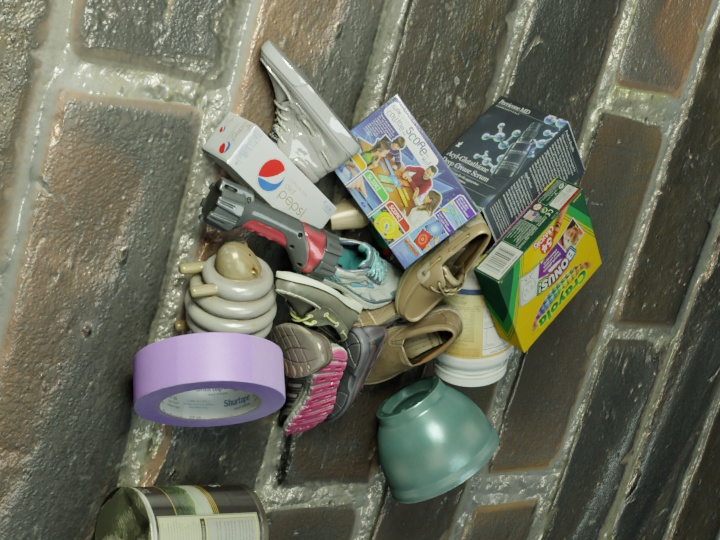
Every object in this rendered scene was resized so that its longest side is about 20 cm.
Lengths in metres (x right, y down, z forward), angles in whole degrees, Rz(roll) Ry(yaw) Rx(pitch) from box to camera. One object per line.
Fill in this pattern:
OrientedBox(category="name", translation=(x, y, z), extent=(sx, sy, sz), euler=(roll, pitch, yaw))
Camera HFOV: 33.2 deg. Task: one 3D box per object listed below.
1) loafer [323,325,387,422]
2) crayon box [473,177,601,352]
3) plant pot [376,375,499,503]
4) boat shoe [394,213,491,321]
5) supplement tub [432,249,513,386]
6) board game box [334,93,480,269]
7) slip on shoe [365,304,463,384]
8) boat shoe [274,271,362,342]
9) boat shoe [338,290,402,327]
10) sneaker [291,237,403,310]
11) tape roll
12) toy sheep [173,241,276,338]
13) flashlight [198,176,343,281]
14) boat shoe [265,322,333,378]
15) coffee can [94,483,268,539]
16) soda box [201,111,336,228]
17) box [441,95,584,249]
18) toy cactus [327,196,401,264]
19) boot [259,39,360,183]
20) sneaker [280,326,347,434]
OrientedBox(category="loafer", translation=(-0.011, 0.154, 1.797), extent=(0.062, 0.072, 0.201), euler=(-15, 146, -34))
OrientedBox(category="crayon box", translation=(0.270, -0.007, 1.810), extent=(0.200, 0.058, 0.173), euler=(-46, 138, -17))
OrientedBox(category="plant pot", translation=(0.106, 0.255, 1.926), extent=(0.199, 0.200, 0.135), euler=(-35, 103, -24))
OrientedBox(category="boat shoe", translation=(0.117, 0.002, 1.744), extent=(0.070, 0.065, 0.201), euler=(13, 121, -35))
OrientedBox(category="supplement tub", translation=(0.175, 0.066, 1.908), extent=(0.143, 0.144, 0.203), euler=(-20, 123, -33))
OrientedBox(category="board game box", translation=(0.057, -0.124, 1.680), extent=(0.135, 0.034, 0.201), euler=(-35, 97, 5))
OrientedBox(category="slip on shoe", translation=(0.067, 0.122, 1.833), extent=(0.198, 0.061, 0.077), euler=(-25, 110, 17))
OrientedBox(category="boat shoe", translation=(-0.060, 0.050, 1.642), extent=(0.201, 0.071, 0.061), euler=(30, 80, -60))
OrientedBox(category="boat shoe", translation=(0.014, 0.062, 1.818), extent=(0.198, 0.072, 0.065), euler=(-18, 156, -30))
OrientedBox(category="sneaker", translation=(0.000, 0.000, 1.731), extent=(0.198, 0.086, 0.079), euler=(14, 60, -39))
OrientedBox(category="tape roll", translation=(-0.198, 0.146, 1.581), extent=(0.199, 0.198, 0.067), euler=(20, 55, -45))
OrientedBox(category="toy sheep", translation=(-0.176, 0.049, 1.604), extent=(0.136, 0.138, 0.202), euler=(-17, 135, -35))
OrientedBox(category="flashlight", translation=(-0.117, -0.049, 1.572), extent=(0.198, 0.068, 0.069), euler=(23, 62, -32))
OrientedBox(category="boat shoe", translation=(-0.086, 0.104, 1.656), extent=(0.072, 0.199, 0.076), euler=(-10, 94, -31))
OrientedBox(category="coffee can", translation=(-0.248, 0.373, 1.681), extent=(0.198, 0.146, 0.148), euler=(8, 105, -43))
OrientedBox(category="soda box", translation=(-0.119, -0.121, 1.608), extent=(0.064, 0.068, 0.200), euler=(-52, 134, -8))
OrientedBox(category="box", translation=(0.216, -0.146, 1.837), extent=(0.200, 0.148, 0.108), euler=(-44, 133, -16))
OrientedBox(category="toy cactus", translation=(0.027, -0.099, 1.750), extent=(0.162, 0.103, 0.203), euler=(-14, 124, -15))
OrientedBox(category="boot", translation=(-0.090, -0.201, 1.593), extent=(0.095, 0.074, 0.200), euler=(-38, 118, 7))
OrientedBox(category="sneaker", translation=(-0.080, 0.158, 1.780), extent=(0.073, 0.088, 0.201), euler=(-11, 140, -33))
